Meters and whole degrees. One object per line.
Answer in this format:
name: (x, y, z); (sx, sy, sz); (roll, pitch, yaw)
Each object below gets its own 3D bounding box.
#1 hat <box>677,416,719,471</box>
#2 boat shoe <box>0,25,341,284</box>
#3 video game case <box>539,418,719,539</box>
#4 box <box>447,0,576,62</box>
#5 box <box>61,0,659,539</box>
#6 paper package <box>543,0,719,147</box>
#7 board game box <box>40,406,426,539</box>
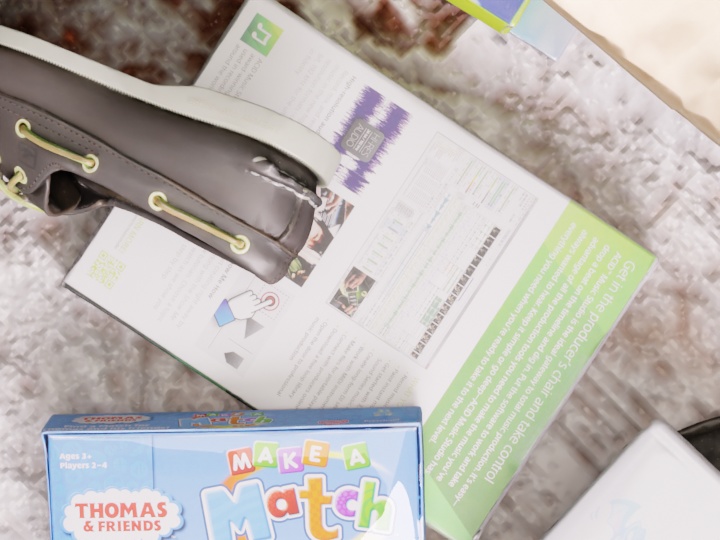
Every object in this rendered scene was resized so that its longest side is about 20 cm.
hat: (0.178, 0.147, 1.199); (0.200, 0.081, 0.201); (0, 91, -2)
boat shoe: (-0.108, -0.049, 1.161); (0.201, 0.072, 0.061); (17, 79, 22)
video game case: (0.126, 0.190, 1.151); (0.200, 0.024, 0.182); (43, 94, 8)
box: (0.026, -0.186, 1.200); (0.200, 0.048, 0.122); (32, 91, -2)
box: (0.000, 0.000, 1.212); (0.200, 0.036, 0.145); (34, 91, -1)
paper package: (0.194, -0.139, 1.118); (0.190, 0.104, 0.200); (37, 120, -20)
board game box: (-0.047, 0.156, 1.196); (0.151, 0.037, 0.201); (-1, 101, 3)
